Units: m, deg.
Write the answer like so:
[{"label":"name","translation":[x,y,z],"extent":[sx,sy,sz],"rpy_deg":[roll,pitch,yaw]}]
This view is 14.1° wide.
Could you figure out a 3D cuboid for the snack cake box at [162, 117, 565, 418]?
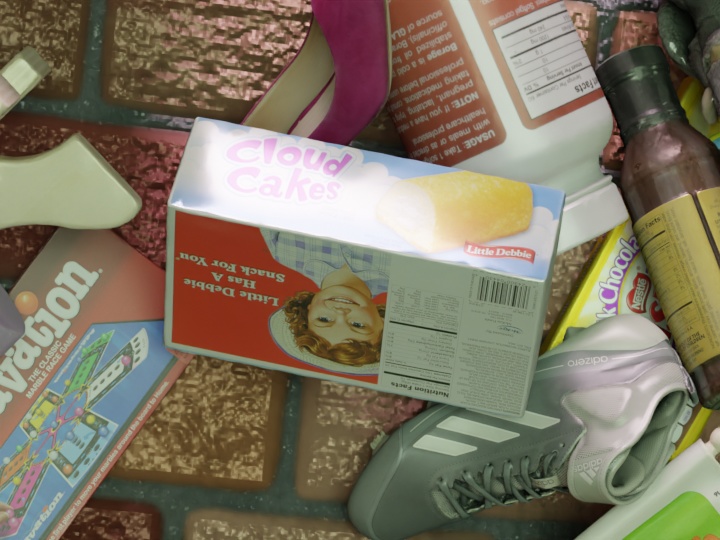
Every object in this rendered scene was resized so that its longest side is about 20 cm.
[{"label":"snack cake box","translation":[0.000,0.000,1.519],"extent":[0.199,0.115,0.067],"rpy_deg":[11,50,4]}]

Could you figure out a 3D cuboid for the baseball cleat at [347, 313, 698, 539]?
[{"label":"baseball cleat","translation":[0.086,0.100,1.558],"extent":[0.200,0.107,0.070],"rpy_deg":[-35,133,6]}]

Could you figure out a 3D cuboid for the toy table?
[{"label":"toy table","translation":[-0.218,-0.064,1.498],"extent":[0.117,0.184,0.200],"rpy_deg":[-43,108,7]}]

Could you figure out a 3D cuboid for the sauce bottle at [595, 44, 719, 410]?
[{"label":"sauce bottle","translation":[0.181,-0.026,1.583],"extent":[0.064,0.065,0.201],"rpy_deg":[-15,74,-10]}]

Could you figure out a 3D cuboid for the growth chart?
[{"label":"growth chart","translation":[0.209,0.186,1.550],"extent":[0.200,0.018,0.145],"rpy_deg":[43,95,3]}]

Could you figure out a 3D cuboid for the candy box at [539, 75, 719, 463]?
[{"label":"candy box","translation":[0.181,0.001,1.633],"extent":[0.102,0.026,0.201],"rpy_deg":[29,83,-4]}]

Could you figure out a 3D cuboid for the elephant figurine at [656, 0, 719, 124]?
[{"label":"elephant figurine","translation":[0.212,-0.142,1.586],"extent":[0.155,0.141,0.201],"rpy_deg":[-31,96,-12]}]

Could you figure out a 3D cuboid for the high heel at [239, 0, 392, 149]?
[{"label":"high heel","translation":[-0.039,-0.095,1.531],"extent":[0.095,0.201,0.068],"rpy_deg":[-5,50,-13]}]

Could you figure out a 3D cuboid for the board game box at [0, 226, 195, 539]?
[{"label":"board game box","translation":[-0.174,0.074,1.570],"extent":[0.103,0.019,0.200],"rpy_deg":[37,82,-6]}]

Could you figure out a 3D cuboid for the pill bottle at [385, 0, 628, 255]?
[{"label":"pill bottle","translation":[0.068,-0.103,1.574],"extent":[0.112,0.112,0.201],"rpy_deg":[-24,92,-10]}]
